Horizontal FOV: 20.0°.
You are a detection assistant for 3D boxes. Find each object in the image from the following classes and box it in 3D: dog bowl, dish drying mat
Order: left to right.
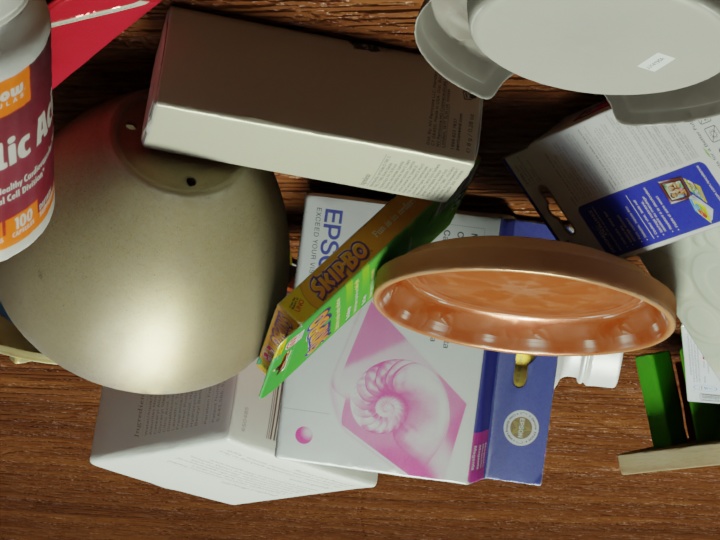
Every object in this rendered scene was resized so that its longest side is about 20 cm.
[{"bbox_3d":[-0.203,-0.126,1.230,0.077,0.018,0.200,3,155,-43],"label":"dish drying mat"},{"bbox_3d":[0.130,-0.141,1.077,0.199,0.059,0.200,7,163,2],"label":"dog bowl"}]

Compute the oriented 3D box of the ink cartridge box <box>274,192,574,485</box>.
[{"bbox_3d":[0.046,0.051,1.483,0.199,0.198,0.043,7,-176,3],"label":"ink cartridge box"}]

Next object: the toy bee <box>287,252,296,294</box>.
[{"bbox_3d":[-0.103,0.008,1.543,0.199,0.131,0.109,1,119,-1],"label":"toy bee"}]

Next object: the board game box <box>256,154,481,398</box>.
[{"bbox_3d":[0.000,0.000,1.355,0.030,0.200,0.096,39,152,9],"label":"board game box"}]

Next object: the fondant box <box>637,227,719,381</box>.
[{"bbox_3d":[0.269,0.009,1.305,0.200,0.058,0.144,55,146,-11],"label":"fondant box"}]

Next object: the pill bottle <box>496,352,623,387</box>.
[{"bbox_3d":[0.100,0.037,1.555,0.199,0.112,0.111,6,162,3],"label":"pill bottle"}]

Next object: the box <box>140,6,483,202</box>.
[{"bbox_3d":[-0.029,-0.100,1.251,0.199,0.069,0.082,11,162,-10],"label":"box"}]

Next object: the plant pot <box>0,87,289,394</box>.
[{"bbox_3d":[-0.131,-0.041,1.326,0.199,0.201,0.135,11,138,-11],"label":"plant pot"}]

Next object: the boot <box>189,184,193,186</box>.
[{"bbox_3d":[-0.179,-0.044,1.494,0.199,0.074,0.075,13,-164,15],"label":"boot"}]

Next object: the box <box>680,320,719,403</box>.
[{"bbox_3d":[0.324,0.035,1.481,0.175,0.097,0.200,3,161,12],"label":"box"}]

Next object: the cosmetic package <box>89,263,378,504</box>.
[{"bbox_3d":[-0.099,0.095,1.725,0.164,0.166,0.199,22,157,-38],"label":"cosmetic package"}]

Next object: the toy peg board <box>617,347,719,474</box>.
[{"bbox_3d":[0.343,0.099,1.690,0.198,0.098,0.200,-8,176,-36],"label":"toy peg board"}]

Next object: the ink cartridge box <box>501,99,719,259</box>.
[{"bbox_3d":[0.176,-0.063,1.255,0.095,0.037,0.200,55,146,-9],"label":"ink cartridge box"}]

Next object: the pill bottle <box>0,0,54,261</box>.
[{"bbox_3d":[-0.228,-0.107,1.138,0.114,0.115,0.201,7,136,0],"label":"pill bottle"}]

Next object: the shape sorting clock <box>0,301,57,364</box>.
[{"bbox_3d":[-0.180,0.033,1.422,0.199,0.039,0.200,-1,-162,0],"label":"shape sorting clock"}]

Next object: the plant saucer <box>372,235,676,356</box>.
[{"bbox_3d":[0.108,0.016,1.342,0.199,0.033,0.200,7,163,2],"label":"plant saucer"}]
